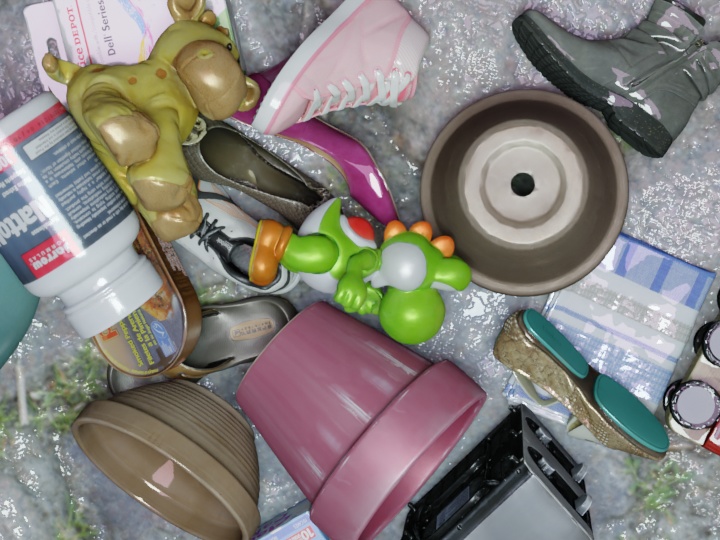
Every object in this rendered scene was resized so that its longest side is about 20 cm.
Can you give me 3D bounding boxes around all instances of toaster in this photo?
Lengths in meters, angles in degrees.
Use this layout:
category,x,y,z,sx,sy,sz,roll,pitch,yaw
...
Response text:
category,x,y,z,sx,sy,sz,roll,pitch,yaw
toaster,0.123,0.245,1.387,0.119,0.181,0.200,44,102,-5

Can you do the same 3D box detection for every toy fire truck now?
category,x,y,z,sx,sy,sz,roll,pitch,yaw
toy fire truck,0.409,0.113,1.414,0.200,0.129,0.176,28,90,8

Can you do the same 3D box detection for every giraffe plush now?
category,x,y,z,sx,sy,sz,roll,pitch,yaw
giraffe plush,-0.167,-0.152,1.322,0.162,0.173,0.200,-35,60,-11

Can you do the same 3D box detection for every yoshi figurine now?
category,x,y,z,sx,sy,sz,roll,pitch,yaw
yoshi figurine,-0.002,0.015,1.343,0.199,0.113,0.112,9,135,-4

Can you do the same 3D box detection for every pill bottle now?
category,x,y,z,sx,sy,sz,roll,pitch,yaw
pill bottle,-0.267,-0.046,1.314,0.119,0.120,0.200,-33,102,4

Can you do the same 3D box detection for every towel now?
category,x,y,z,sx,sy,sz,roll,pitch,yaw
towel,0.244,0.066,1.453,0.147,0.024,0.200,24,95,-2

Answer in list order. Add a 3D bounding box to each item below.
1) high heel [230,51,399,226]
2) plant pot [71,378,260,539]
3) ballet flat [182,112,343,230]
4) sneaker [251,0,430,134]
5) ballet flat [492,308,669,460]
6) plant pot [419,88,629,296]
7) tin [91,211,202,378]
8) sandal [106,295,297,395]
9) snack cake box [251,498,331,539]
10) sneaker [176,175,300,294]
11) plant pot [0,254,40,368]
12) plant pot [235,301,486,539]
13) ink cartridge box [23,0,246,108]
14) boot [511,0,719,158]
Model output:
category,x,y,z,sx,sy,sz,roll,pitch,yaw
high heel,-0.047,-0.106,1.417,0.096,0.067,0.200,-34,79,-6
plant pot,-0.166,0.168,1.406,0.201,0.201,0.093,35,64,-3
ballet flat,-0.103,-0.096,1.419,0.200,0.046,0.067,33,65,-4
sneaker,-0.008,-0.177,1.370,0.105,0.075,0.200,40,61,1
ballet flat,0.207,0.119,1.423,0.200,0.071,0.065,44,121,-1
plant pot,0.151,-0.073,1.353,0.200,0.175,0.201,0,91,5
tin,-0.224,0.005,1.409,0.112,0.042,0.200,-29,84,22
sandal,-0.156,0.077,1.441,0.199,0.055,0.082,-15,95,7
snack cake box,-0.104,0.325,1.462,0.200,0.067,0.115,-32,94,4
sneaker,-0.143,-0.045,1.420,0.200,0.080,0.074,31,98,0
plant pot,-0.396,0.024,1.377,0.161,0.201,0.201,-43,94,-16
plant pot,-0.010,0.132,1.390,0.179,0.200,0.200,41,95,13
ink cartridge box,-0.219,-0.220,1.407,0.199,0.067,0.117,-13,97,2
boot,0.252,-0.212,1.414,0.200,0.068,0.131,39,85,-5
